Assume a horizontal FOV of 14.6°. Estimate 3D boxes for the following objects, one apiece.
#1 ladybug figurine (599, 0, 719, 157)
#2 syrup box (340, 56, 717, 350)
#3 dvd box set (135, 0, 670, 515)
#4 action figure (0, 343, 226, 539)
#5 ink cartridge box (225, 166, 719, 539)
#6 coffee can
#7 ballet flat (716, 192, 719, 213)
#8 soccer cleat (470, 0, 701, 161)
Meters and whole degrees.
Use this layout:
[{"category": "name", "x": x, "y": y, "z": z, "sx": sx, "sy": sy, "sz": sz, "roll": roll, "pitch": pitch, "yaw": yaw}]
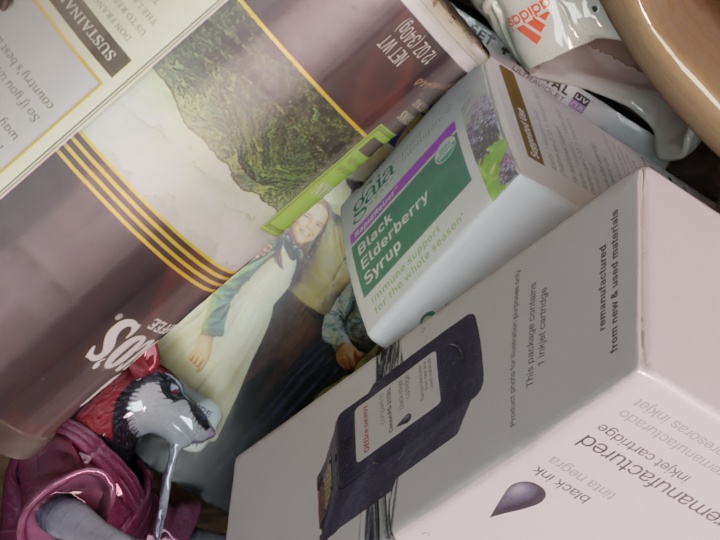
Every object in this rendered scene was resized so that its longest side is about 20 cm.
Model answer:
[{"category": "ladybug figurine", "x": 0.151, "y": -0.085, "z": 0.854, "sx": 0.200, "sy": 0.072, "sz": 0.136, "roll": 49, "pitch": 140, "yaw": -6}, {"category": "syrup box", "x": 0.095, "y": 0.018, "z": 0.953, "sx": 0.199, "sy": 0.082, "sz": 0.079, "roll": 30, "pitch": 116, "yaw": -27}, {"category": "dvd box set", "x": 0.000, "y": 0.000, "z": 1.006, "sx": 0.146, "sy": 0.029, "sz": 0.201, "roll": 32, "pitch": 99, "yaw": -10}, {"category": "action figure", "x": -0.103, "y": 0.113, "z": 0.964, "sx": 0.148, "sy": 0.134, "sz": 0.201, "roll": 4, "pitch": 73, "yaw": 21}, {"category": "ink cartridge box", "x": 0.070, "y": 0.077, "z": 0.885, "sx": 0.144, "sy": 0.085, "sz": 0.200, "roll": 31, "pitch": 133, "yaw": -26}, {"category": "coffee can", "x": -0.079, "y": -0.059, "z": 0.901, "sx": 0.200, "sy": 0.146, "sz": 0.147, "roll": -41, "pitch": 101, "yaw": 6}, {"category": "ballet flat", "x": 0.207, "y": 0.020, "z": 0.934, "sx": 0.199, "sy": 0.075, "sz": 0.068, "roll": 34, "pitch": 107, "yaw": 2}, {"category": "soccer cleat", "x": 0.054, "y": -0.112, "z": 0.940, "sx": 0.199, "sy": 0.069, "sz": 0.078, "roll": 32, "pitch": 64, "yaw": -23}]
